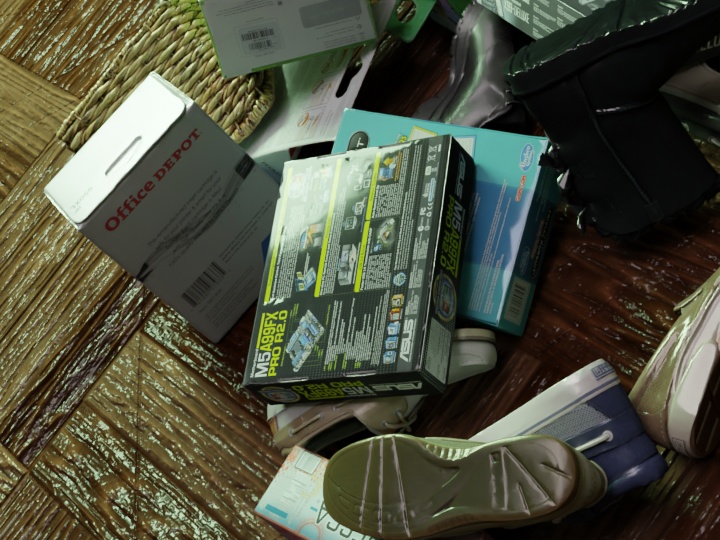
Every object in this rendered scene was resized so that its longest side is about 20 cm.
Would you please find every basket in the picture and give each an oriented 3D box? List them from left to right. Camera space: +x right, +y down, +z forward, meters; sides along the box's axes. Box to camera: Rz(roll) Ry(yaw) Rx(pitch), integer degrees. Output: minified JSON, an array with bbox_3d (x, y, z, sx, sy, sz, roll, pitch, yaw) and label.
[{"bbox_3d":[-0.167,-0.153,1.415,0.149,0.143,0.200,46,112,6],"label":"basket"}]

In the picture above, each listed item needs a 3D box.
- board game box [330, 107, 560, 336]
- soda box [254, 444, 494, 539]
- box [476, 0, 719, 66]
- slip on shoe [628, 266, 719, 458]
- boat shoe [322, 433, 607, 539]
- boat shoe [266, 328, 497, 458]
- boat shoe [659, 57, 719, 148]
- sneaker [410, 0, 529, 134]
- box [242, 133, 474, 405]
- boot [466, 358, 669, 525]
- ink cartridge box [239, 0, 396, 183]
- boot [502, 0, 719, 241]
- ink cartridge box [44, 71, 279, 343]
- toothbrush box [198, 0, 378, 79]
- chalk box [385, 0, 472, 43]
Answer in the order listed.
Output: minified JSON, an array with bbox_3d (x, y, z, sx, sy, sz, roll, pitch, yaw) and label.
[{"bbox_3d":[0.057,-0.043,1.176,0.199,0.047,0.152,13,84,35],"label":"board game box"},{"bbox_3d":[0.017,0.197,1.057,0.199,0.068,0.064,18,69,44],"label":"soda box"},{"bbox_3d":[0.210,-0.225,1.177,0.157,0.050,0.200,-18,37,-21],"label":"box"},{"bbox_3d":[0.248,0.032,1.007,0.060,0.076,0.201,18,79,40],"label":"slip on shoe"},{"bbox_3d":[0.066,0.147,0.981,0.200,0.063,0.074,-12,68,32],"label":"boat shoe"},{"bbox_3d":[0.019,0.098,1.136,0.199,0.075,0.069,-18,68,24],"label":"boat shoe"},{"bbox_3d":[0.262,-0.128,1.123,0.067,0.057,0.200,-25,35,-20],"label":"boat shoe"},{"bbox_3d":[0.115,-0.157,1.252,0.090,0.076,0.201,18,81,37],"label":"sneaker"},{"bbox_3d":[0.000,0.000,1.121,0.160,0.044,0.201,-8,60,31],"label":"box"},{"bbox_3d":[0.118,0.148,1.018,0.200,0.073,0.091,-39,76,39],"label":"boot"},{"bbox_3d":[-0.042,-0.162,1.352,0.199,0.050,0.163,-5,56,48],"label":"ink cartridge box"},{"bbox_3d":[0.215,-0.116,1.050,0.198,0.163,0.073,-24,25,24],"label":"boot"},{"bbox_3d":[-0.155,-0.053,1.275,0.145,0.200,0.084,-48,44,-4],"label":"ink cartridge box"},{"bbox_3d":[-0.071,-0.275,1.317,0.145,0.086,0.200,-14,41,3],"label":"toothbrush box"},{"bbox_3d":[0.089,-0.299,1.327,0.200,0.124,0.124,-48,43,-2],"label":"chalk box"}]
